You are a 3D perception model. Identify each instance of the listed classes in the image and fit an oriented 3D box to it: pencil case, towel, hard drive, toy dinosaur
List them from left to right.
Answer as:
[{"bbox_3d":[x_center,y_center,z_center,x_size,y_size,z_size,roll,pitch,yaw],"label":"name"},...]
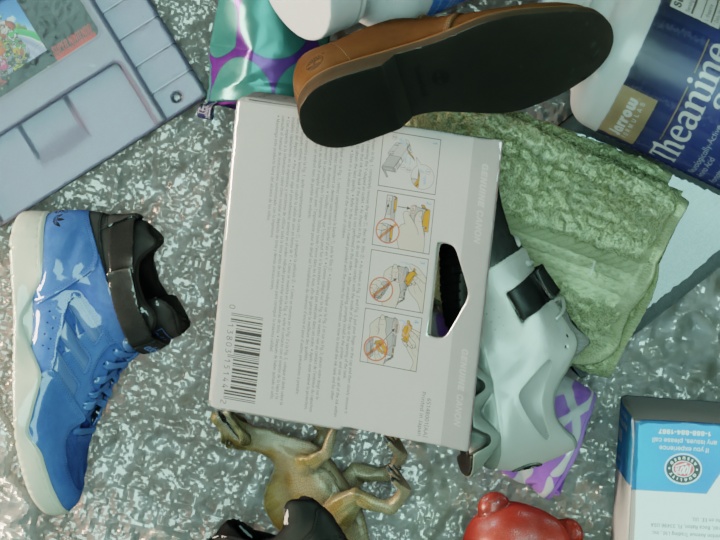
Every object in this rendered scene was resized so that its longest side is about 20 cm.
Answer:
[{"bbox_3d":[-0.063,-0.198,1.717,0.085,0.092,0.202,-2,92,-36],"label":"pencil case"},{"bbox_3d":[-0.013,0.153,1.760,0.101,0.058,0.200,-36,95,19],"label":"toy dinosaur"},{"bbox_3d":[0.056,0.079,1.733,0.199,0.084,0.086,26,131,2],"label":"pencil case"},{"bbox_3d":[0.100,-0.029,1.704,0.199,0.036,0.149,24,110,9],"label":"towel"},{"bbox_3d":[0.179,-0.045,1.747,0.200,0.033,0.140,-39,92,3],"label":"hard drive"}]

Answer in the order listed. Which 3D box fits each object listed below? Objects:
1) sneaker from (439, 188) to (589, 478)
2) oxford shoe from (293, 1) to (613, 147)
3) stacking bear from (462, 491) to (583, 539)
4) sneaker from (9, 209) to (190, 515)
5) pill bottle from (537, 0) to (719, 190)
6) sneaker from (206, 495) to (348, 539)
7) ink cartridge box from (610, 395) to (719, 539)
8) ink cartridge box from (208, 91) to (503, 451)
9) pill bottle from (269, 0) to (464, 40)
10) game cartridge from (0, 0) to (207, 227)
[{"bbox_3d":[0.098,0.026,1.668,0.088,0.074,0.202,-5,93,-9],"label":"sneaker"},{"bbox_3d":[0.054,-0.135,1.606,0.198,0.071,0.072,-11,129,-5],"label":"oxford shoe"},{"bbox_3d":[0.082,0.249,1.731,0.121,0.114,0.201,19,89,0],"label":"stacking bear"},{"bbox_3d":[-0.168,0.060,1.735,0.110,0.077,0.202,-2,89,7],"label":"sneaker"},{"bbox_3d":[0.202,-0.124,1.670,0.199,0.111,0.112,25,93,0],"label":"pill bottle"},{"bbox_3d":[-0.087,0.217,1.739,0.199,0.076,0.091,-30,84,15],"label":"sneaker"},{"bbox_3d":[0.236,0.191,1.702,0.146,0.145,0.202,4,93,1],"label":"ink cartridge box"},{"bbox_3d":[0.000,0.000,1.654,0.175,0.045,0.202,10,102,15],"label":"ink cartridge box"},{"bbox_3d":[0.037,-0.217,1.663,0.199,0.112,0.113,-28,93,-27],"label":"pill bottle"},{"bbox_3d":[-0.218,-0.118,1.750,0.199,0.038,0.130,-32,96,2],"label":"game cartridge"}]
